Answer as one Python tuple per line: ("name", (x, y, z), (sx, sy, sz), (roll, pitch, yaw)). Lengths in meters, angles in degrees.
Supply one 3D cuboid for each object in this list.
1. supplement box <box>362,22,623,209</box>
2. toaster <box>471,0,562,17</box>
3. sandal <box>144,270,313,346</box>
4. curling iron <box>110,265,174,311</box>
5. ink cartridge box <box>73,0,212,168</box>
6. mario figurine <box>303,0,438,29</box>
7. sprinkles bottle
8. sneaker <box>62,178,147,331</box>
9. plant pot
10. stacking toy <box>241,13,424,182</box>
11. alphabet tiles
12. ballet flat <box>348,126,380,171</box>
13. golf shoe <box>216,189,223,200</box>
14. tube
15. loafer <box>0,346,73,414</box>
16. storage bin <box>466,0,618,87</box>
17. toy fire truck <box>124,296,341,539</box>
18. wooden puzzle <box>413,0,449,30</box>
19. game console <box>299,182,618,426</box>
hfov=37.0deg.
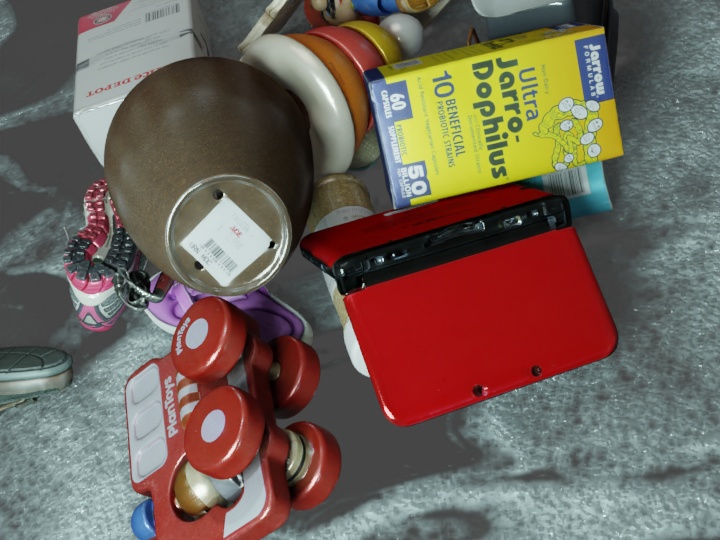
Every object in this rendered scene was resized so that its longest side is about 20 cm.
("supplement box", (0.110, -0.136, 0.925), (0.197, 0.110, 0.110), (-13, 15, 1))
("toaster", (0.162, -0.339, 0.963), (0.197, 0.119, 0.182), (-14, 47, 6))
("sandal", (-0.123, 0.027, 0.971), (0.201, 0.050, 0.083), (18, 57, 34))
("curling iron", (-0.178, -0.021, 1.010), (0.049, 0.026, 0.201), (30, 30, -3))
("ink cartridge box", (-0.243, -0.226, 1.229), (0.144, 0.085, 0.201), (-17, 43, 5))
("mario figurine", (-0.004, -0.296, 1.157), (0.199, 0.106, 0.124), (-4, 52, 58))
("sprinkles bottle", (0.000, 0.000, 0.936), (0.067, 0.069, 0.201), (-22, 45, 0))
("sneaker", (-0.242, -0.026, 1.055), (0.079, 0.075, 0.201), (10, 37, 4))
("plant pot", (-0.114, -0.058, 0.864), (0.185, 0.189, 0.200), (-24, 24, -2))
("stacking toy", (-0.005, -0.189, 1.039), (0.145, 0.148, 0.199), (25, 48, 37))
("alphabet tiles", (-0.081, -0.290, 1.171), (0.196, 0.015, 0.200), (-50, 8, 21))
("ballet flat", (-0.043, -0.175, 1.119), (0.067, 0.063, 0.200), (-30, 46, -9))
("golf shoe", (-0.119, -0.152, 1.112), (0.076, 0.089, 0.202), (-14, 44, 10))
("tube", (0.123, -0.058, 0.963), (0.197, 0.051, 0.078), (-11, 44, 17))
("loafer", (-0.350, 0.109, 0.989), (0.197, 0.064, 0.072), (-3, 16, 14))
("storage bin", (0.172, -0.253, 1.059), (0.144, 0.135, 0.202), (-1, 48, 20))
("toy fire truck", (-0.117, 0.131, 0.843), (0.167, 0.112, 0.202), (-36, 47, 24))
("wooden puzzle", (0.110, -0.365, 1.172), (0.185, 0.046, 0.201), (-38, 21, 57))
("game console", (0.073, 0.016, 0.854), (0.198, 0.120, 0.172), (-16, 17, -16))
